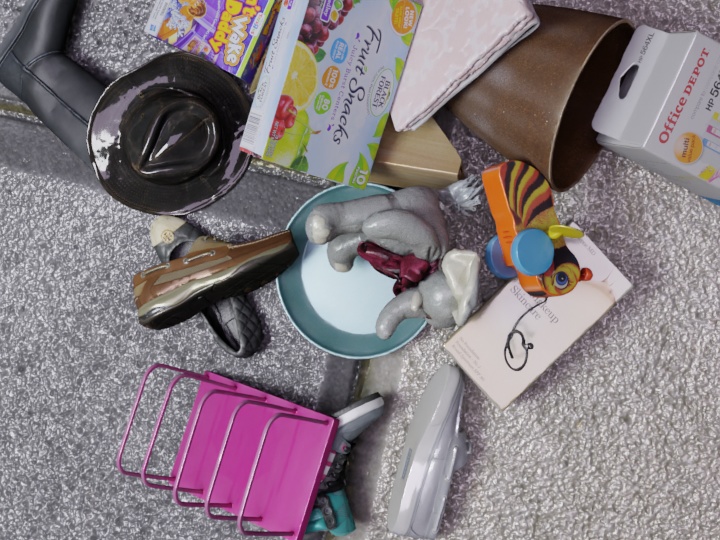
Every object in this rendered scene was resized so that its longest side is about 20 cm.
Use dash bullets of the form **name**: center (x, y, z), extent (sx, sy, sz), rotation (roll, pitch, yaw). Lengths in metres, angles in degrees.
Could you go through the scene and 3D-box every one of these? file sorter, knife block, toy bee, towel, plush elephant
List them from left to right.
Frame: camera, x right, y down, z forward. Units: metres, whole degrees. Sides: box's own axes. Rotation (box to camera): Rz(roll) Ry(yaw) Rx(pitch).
- **file sorter**: center (-0.152, 0.196, 1.181), extent (0.198, 0.125, 0.141), rotation (15, 84, 33)
- **knife block**: center (0.000, -0.133, 1.203), extent (0.174, 0.064, 0.201), rotation (-33, 69, -1)
- **plush elephant**: center (0.057, 0.001, 1.132), extent (0.197, 0.165, 0.157), rotation (-17, 76, -2)
- **towel**: center (0.086, -0.273, 1.117), extent (0.199, 0.032, 0.194), rotation (-37, 56, 36)
- **toy bee**: center (0.185, -0.014, 1.113), extent (0.107, 0.131, 0.203), rotation (-7, 111, -26)

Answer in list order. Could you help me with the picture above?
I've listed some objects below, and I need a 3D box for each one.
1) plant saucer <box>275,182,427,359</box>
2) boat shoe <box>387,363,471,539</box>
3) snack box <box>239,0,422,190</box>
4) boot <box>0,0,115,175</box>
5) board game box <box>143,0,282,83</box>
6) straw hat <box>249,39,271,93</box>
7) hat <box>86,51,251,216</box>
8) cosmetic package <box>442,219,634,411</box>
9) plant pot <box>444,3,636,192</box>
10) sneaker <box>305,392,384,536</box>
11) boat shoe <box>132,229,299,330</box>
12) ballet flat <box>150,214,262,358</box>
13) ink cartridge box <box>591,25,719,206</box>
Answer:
- **plant saucer**: center (0.000, 0.000, 1.243), extent (0.196, 0.036, 0.204), rotation (0, 90, 9)
- **boat shoe**: center (0.090, 0.210, 1.219), extent (0.067, 0.072, 0.203), rotation (17, 87, -13)
- **snack box**: center (-0.029, -0.199, 1.099), extent (0.053, 0.141, 0.203), rotation (25, 100, 48)
- **boot**: center (-0.329, -0.233, 1.278), extent (0.200, 0.066, 0.165), rotation (42, 105, 9)
- **board game box**: center (-0.152, -0.343, 1.259), extent (0.133, 0.045, 0.202), rotation (25, 94, 8)
- **straw hat**: center (-0.044, -0.265, 1.189), extent (0.084, 0.201, 0.203), rotation (26, 95, -13)
- **hat**: center (-0.214, -0.145, 1.225), extent (0.197, 0.081, 0.204), rotation (-4, 109, -11)
- **cosmetic package**: center (0.197, 0.050, 1.194), extent (0.104, 0.073, 0.200), rotation (45, 98, 7)
- **plant pot**: center (0.165, -0.212, 1.154), extent (0.198, 0.186, 0.189), rotation (28, 95, 24)
- **sneaker**: center (-0.030, 0.238, 1.225), extent (0.199, 0.083, 0.122), rotation (-38, 80, 16)
- **boat shoe**: center (-0.169, -0.005, 1.212), extent (0.197, 0.076, 0.075), rotation (-24, 72, -4)
- **ballet flat**: center (-0.181, 0.015, 1.262), extent (0.066, 0.057, 0.201), rotation (-38, 85, 7)
- **ink cartridge box**: center (0.353, -0.156, 1.109), extent (0.198, 0.125, 0.130), rotation (23, 95, -13)
